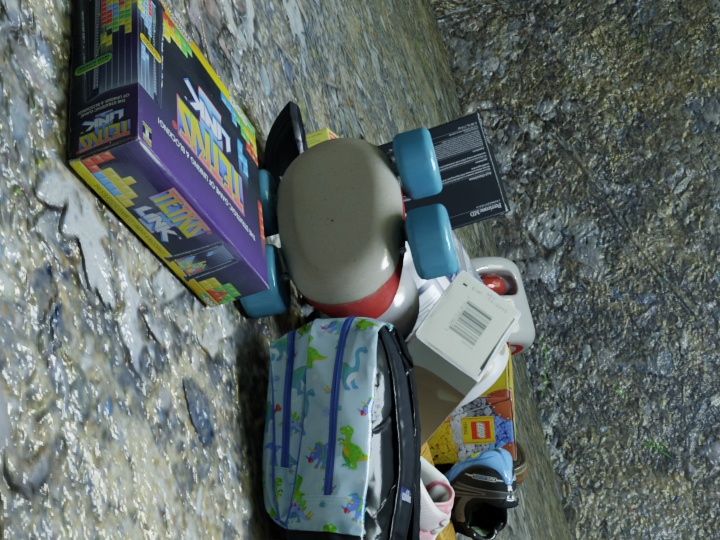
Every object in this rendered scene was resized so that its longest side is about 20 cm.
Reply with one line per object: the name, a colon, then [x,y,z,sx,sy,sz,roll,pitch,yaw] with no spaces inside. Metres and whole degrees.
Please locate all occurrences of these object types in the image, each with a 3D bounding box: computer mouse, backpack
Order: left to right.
computer mouse: [-0.066,-0.059,1.051,0.141,0.046,0.201,-95,175,-58]
backpack: [-0.011,0.135,0.836,0.163,0.153,0.201,34,67,-65]

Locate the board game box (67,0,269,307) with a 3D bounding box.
board game box: [-0.135,-0.093,0.765,0.200,0.056,0.166,55,21,-54]

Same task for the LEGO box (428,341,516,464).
LEGO box: [0.109,0.154,1.243,0.200,0.148,0.078,-62,146,-74]

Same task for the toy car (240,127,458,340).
toy car: [0.000,0.000,0.958,0.201,0.183,0.178,68,11,-50]

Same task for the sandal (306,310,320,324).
sandal: [-0.007,0.095,1.082,0.201,0.048,0.076,55,23,-57]

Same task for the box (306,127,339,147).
box: [-0.026,-0.056,1.196,0.075,0.050,0.201,27,47,-71]

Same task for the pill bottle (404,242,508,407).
pill bottle: [0.060,0.040,1.100,0.201,0.115,0.116,55,18,-16]

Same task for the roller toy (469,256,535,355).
roller toy: [0.150,0.071,1.484,0.200,0.181,0.141,37,39,-70]

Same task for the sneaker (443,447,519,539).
sneaker: [0.113,0.268,1.151,0.200,0.070,0.083,-55,-137,49]

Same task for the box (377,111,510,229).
box: [0.092,-0.118,1.445,0.079,0.199,0.142,-4,77,-77]

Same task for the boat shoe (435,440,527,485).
boat shoe: [0.130,0.228,1.245,0.200,0.072,0.069,15,-64,58]

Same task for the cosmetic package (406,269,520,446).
cosmetic package: [0.063,0.103,0.989,0.071,0.200,0.105,36,50,5]

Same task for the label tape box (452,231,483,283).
label tape box: [0.075,0.031,1.302,0.200,0.143,0.064,47,29,-63]

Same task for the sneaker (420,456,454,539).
sneaker: [0.051,0.260,0.993,0.075,0.104,0.201,-80,152,-67]

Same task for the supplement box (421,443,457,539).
supplement box: [0.060,0.271,1.101,0.069,0.066,0.201,-27,99,-77]
